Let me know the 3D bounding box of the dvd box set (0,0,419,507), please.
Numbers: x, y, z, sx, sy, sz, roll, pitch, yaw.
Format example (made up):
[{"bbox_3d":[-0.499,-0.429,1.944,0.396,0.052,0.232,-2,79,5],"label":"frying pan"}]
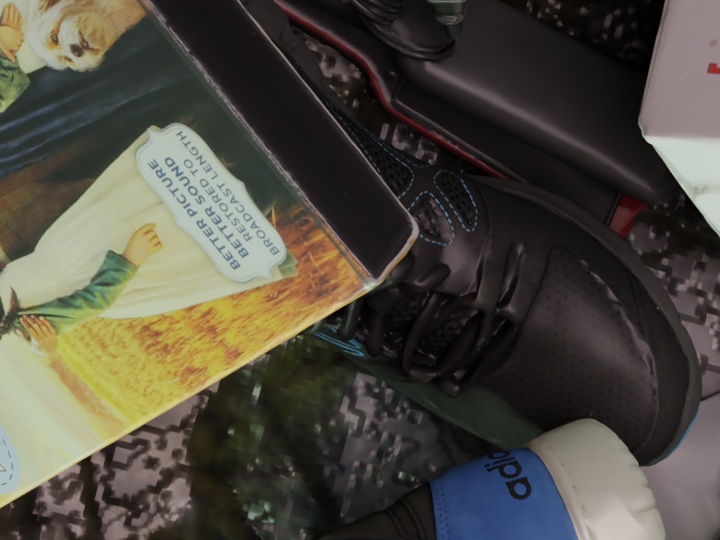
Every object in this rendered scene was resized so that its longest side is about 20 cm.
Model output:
[{"bbox_3d":[-0.102,-0.018,0.721,0.147,0.200,0.029,51,39,-11],"label":"dvd box set"}]

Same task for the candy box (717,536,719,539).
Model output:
[{"bbox_3d":[0.201,0.053,0.825,0.136,0.061,0.200,38,85,-11],"label":"candy box"}]

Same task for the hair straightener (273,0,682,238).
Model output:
[{"bbox_3d":[0.009,-0.080,0.793,0.200,0.077,0.041,35,65,-9],"label":"hair straightener"}]

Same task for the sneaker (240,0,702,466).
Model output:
[{"bbox_3d":[0.000,0.000,0.781,0.199,0.082,0.073,33,117,-7],"label":"sneaker"}]

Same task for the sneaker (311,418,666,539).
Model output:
[{"bbox_3d":[0.045,0.149,0.752,0.111,0.077,0.201,-19,88,-11],"label":"sneaker"}]

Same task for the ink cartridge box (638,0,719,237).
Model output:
[{"bbox_3d":[0.174,-0.090,0.733,0.146,0.145,0.201,9,75,26],"label":"ink cartridge box"}]

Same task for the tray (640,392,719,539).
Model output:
[{"bbox_3d":[0.183,0.062,0.864,0.199,0.022,0.108,-21,97,-11],"label":"tray"}]
